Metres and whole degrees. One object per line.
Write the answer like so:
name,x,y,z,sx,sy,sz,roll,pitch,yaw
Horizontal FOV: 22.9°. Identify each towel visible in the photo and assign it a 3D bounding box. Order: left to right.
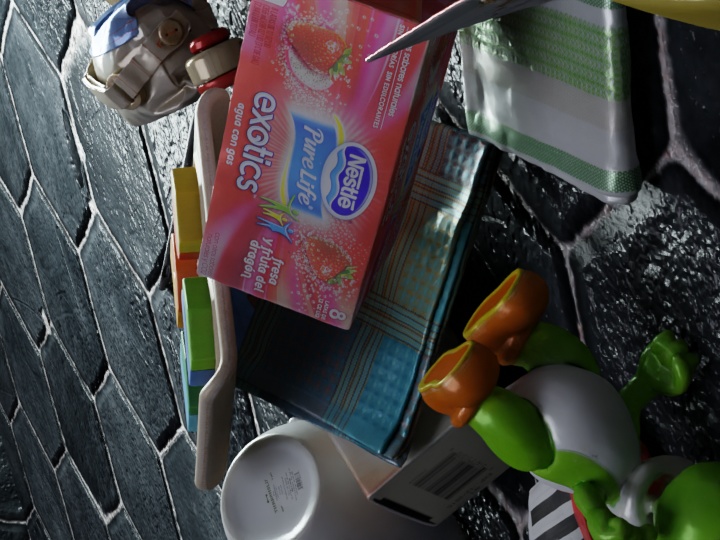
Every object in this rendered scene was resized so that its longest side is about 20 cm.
towel,0.000,0.000,1.069,0.146,0.022,0.201,22,96,40
towel,0.095,-0.147,0.905,0.149,0.031,0.201,34,136,54

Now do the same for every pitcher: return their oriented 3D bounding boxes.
pitcher,-0.014,0.154,1.223,0.200,0.121,0.172,30,-149,-52

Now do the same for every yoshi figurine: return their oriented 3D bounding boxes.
yoshi figurine,0.134,0.091,0.885,0.200,0.112,0.112,42,-167,-5

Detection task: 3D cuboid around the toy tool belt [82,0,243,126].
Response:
toy tool belt,-0.149,-0.182,1.329,0.123,0.125,0.200,65,159,-8

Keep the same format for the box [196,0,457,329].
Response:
box,-0.014,-0.083,0.952,0.094,0.103,0.200,20,127,6

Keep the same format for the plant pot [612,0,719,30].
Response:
plant pot,0.154,-0.152,0.478,0.200,0.189,0.201,-7,80,46

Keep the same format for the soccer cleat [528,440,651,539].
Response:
soccer cleat,0.129,0.161,1.032,0.085,0.068,0.200,-122,26,-50

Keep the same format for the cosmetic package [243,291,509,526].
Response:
cosmetic package,0.010,0.054,1.138,0.103,0.087,0.200,32,-158,-55

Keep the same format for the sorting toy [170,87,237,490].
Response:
sorting toy,-0.099,0.015,1.097,0.185,0.036,0.201,103,165,-64

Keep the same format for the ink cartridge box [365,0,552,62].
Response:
ink cartridge box,0.104,-0.143,0.677,0.200,0.173,0.044,-17,92,68

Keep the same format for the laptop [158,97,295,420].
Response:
laptop,-0.072,-0.016,1.313,0.187,0.116,0.201,-61,-17,-80
